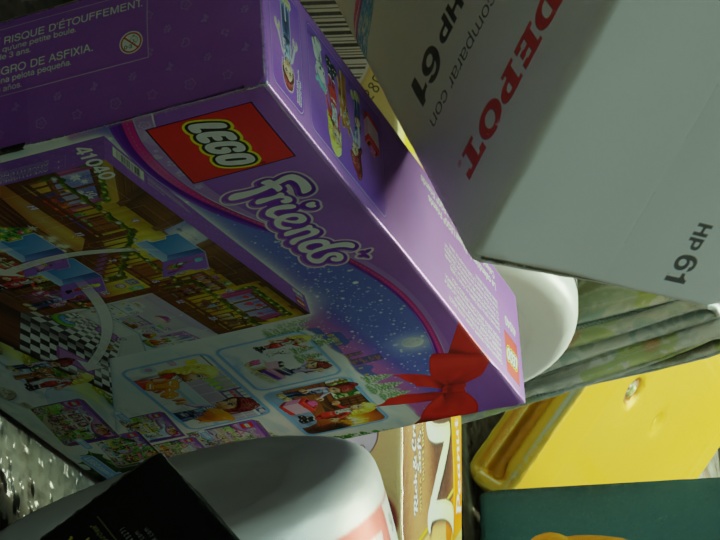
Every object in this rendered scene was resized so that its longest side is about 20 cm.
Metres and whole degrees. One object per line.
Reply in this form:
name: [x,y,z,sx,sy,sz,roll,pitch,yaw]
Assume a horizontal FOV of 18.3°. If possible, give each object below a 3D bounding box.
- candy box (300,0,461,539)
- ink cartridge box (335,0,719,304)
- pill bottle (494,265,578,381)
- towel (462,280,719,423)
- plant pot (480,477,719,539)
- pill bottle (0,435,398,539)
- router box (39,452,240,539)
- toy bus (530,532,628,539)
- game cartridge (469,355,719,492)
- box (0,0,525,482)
candy box: [0.000,0.000,0.755,0.115,0.055,0.201,3,87,-77]
ink cartridge box: [0.062,-0.109,0.601,0.084,0.145,0.200,10,33,-28]
pill bottle: [0.032,-0.056,0.940,0.111,0.111,0.201,56,27,-51]
towel: [0.086,-0.033,0.998,0.048,0.170,0.201,48,34,-47]
plant pot: [0.138,0.219,1.053,0.141,0.140,0.201,51,38,-56]
pill bottle: [-0.025,0.156,0.600,0.114,0.113,0.201,-42,118,-71]
router box: [-0.051,0.155,0.464,0.051,0.149,0.201,40,-19,49]
toy bus: [0.062,0.163,0.739,0.192,0.135,0.201,65,21,-57]
game cartridge: [0.144,0.073,1.175,0.177,0.032,0.200,-54,150,-7]
box: [-0.049,-0.002,0.595,0.200,0.136,0.039,50,32,-58]
